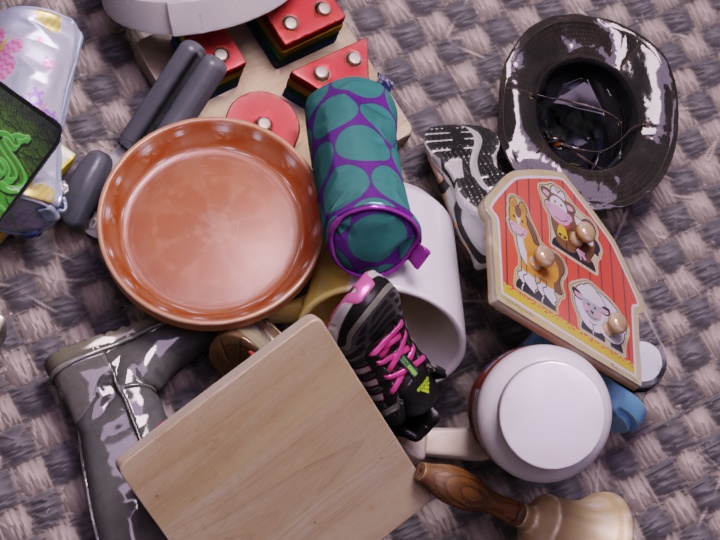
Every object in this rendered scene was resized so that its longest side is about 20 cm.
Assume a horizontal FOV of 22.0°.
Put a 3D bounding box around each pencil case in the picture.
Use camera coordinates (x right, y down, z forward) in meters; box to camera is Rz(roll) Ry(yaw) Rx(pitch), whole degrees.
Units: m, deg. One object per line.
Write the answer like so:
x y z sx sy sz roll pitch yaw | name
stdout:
0.003 -0.084 1.597 0.092 0.085 0.201 23 34 -24 | pencil case
-0.296 -0.133 1.633 0.090 0.083 0.202 -11 63 24 | pencil case

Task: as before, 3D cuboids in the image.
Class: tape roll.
-0.149 -0.284 1.730 0.201 0.037 0.204 -6 35 4 | tape roll

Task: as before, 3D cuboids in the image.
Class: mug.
0.008 -0.003 1.651 0.185 0.150 0.154 22 48 -17 | mug

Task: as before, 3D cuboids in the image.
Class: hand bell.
0.126 0.205 1.579 0.199 0.104 0.105 26 61 -28 | hand bell

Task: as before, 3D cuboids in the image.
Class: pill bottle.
0.149 0.118 1.537 0.111 0.200 0.113 0 87 0 | pill bottle

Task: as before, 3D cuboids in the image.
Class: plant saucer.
-0.129 -0.039 1.612 0.198 0.032 0.202 1 66 -2 | plant saucer

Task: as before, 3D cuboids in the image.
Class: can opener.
-0.198 -0.117 1.658 0.053 0.067 0.201 35 94 21 | can opener

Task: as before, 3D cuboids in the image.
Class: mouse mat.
-0.355 -0.097 1.594 0.199 0.008 0.161 33 86 35 | mouse mat

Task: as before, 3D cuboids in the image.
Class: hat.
0.215 -0.144 1.803 0.199 0.081 0.203 2 74 -7 | hat

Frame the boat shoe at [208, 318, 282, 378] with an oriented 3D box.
-0.047 0.113 1.619 0.200 0.071 0.065 50 33 -15 | boat shoe

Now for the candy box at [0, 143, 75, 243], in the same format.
-0.355 -0.062 1.652 0.102 0.026 0.200 36 64 4 | candy box

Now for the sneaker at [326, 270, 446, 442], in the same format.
0.029 0.077 1.544 0.087 0.201 0.074 32 63 27 | sneaker

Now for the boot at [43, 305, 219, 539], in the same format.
-0.167 0.143 1.589 0.181 0.073 0.201 -22 69 -13 | boot

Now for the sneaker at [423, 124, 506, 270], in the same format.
0.100 -0.072 1.722 0.073 0.081 0.201 -3 31 -6 | sneaker

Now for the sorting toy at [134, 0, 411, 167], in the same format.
-0.077 -0.179 1.740 0.199 0.070 0.200 -27 76 -23 | sorting toy

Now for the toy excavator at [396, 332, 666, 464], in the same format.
0.152 0.121 1.672 0.194 0.100 0.201 32 73 1 | toy excavator

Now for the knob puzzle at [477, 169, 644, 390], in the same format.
0.183 -0.016 1.615 0.219 0.030 0.221 29 42 -29 | knob puzzle

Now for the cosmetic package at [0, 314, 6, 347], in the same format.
-0.385 0.108 1.534 0.105 0.071 0.201 27 71 -2 | cosmetic package

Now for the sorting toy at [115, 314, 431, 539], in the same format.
-0.076 0.164 1.527 0.199 0.070 0.200 -36 114 -10 | sorting toy
